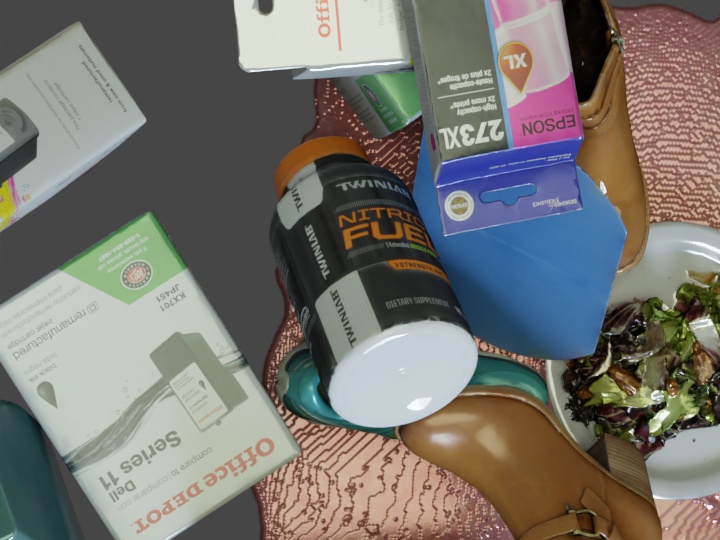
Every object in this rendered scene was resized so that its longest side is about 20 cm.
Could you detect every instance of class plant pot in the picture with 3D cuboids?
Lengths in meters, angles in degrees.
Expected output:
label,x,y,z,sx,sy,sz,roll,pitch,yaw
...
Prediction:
label,x,y,z,sx,sy,sz,roll,pitch,yaw
plant pot,-0.264,0.167,1.452,0.141,0.200,0.142,-21,75,-6

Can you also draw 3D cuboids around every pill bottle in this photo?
label,x,y,z,sx,sy,sz,roll,pitch,yaw
pill bottle,0.000,0.000,1.508,0.106,0.106,0.200,-18,50,-6

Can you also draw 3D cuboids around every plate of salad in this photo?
label,x,y,z,sx,sy,sz,roll,pitch,yaw
plate of salad,0.230,0.064,1.593,0.199,0.048,0.201,0,88,-14

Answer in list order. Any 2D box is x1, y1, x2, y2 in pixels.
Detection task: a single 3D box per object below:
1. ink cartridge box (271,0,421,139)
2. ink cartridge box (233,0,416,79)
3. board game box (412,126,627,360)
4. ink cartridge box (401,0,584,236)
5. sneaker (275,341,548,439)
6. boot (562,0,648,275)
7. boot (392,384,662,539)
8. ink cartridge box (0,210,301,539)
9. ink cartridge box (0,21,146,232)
label,x,y,z,sx,sy,sz,roll,pitch,yaw
ink cartridge box,-0.008,-0.197,1.524,0.087,0.145,0.200,-39,94,-6
ink cartridge box,0.012,-0.185,1.418,0.199,0.068,0.116,-5,90,-10
board game box,0.112,-0.029,1.539,0.158,0.200,0.039,27,48,17
ink cartridge box,0.082,-0.128,1.381,0.094,0.037,0.201,-11,96,-10
sneaker,0.040,0.092,1.561,0.199,0.080,0.078,4,91,-14
boot,0.161,-0.101,1.523,0.076,0.155,0.201,-3,85,3
boot,0.115,0.169,1.496,0.200,0.156,0.077,23,132,-21
ink cartridge box,-0.152,0.080,1.540,0.146,0.083,0.200,-33,95,-5
ink cartridge box,-0.257,-0.063,1.466,0.200,0.148,0.086,-39,96,-26
